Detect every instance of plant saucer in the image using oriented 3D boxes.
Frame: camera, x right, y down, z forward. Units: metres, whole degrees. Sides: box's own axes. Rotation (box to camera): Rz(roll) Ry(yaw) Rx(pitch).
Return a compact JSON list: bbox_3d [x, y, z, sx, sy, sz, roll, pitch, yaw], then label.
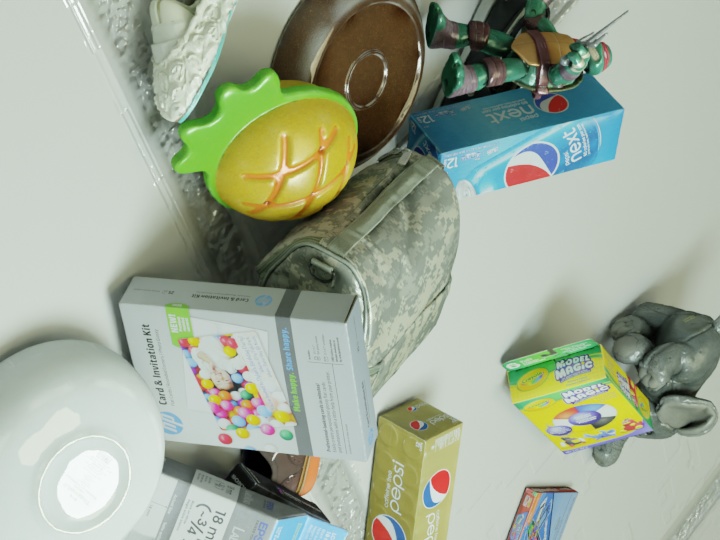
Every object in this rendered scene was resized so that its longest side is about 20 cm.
[{"bbox_3d":[-0.003,-0.174,1.617,0.200,0.032,0.201,-29,132,-38],"label":"plant saucer"}]

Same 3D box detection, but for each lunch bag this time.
[{"bbox_3d":[0.000,0.000,1.584,0.200,0.139,0.168,-44,161,-47],"label":"lunch bag"}]

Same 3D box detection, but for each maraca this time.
[{"bbox_3d":[-0.076,-0.105,1.493,0.137,0.107,0.200,-46,150,12],"label":"maraca"}]

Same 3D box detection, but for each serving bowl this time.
[{"bbox_3d":[-0.237,0.160,1.454,0.200,0.066,0.201,-15,115,-35],"label":"serving bowl"}]

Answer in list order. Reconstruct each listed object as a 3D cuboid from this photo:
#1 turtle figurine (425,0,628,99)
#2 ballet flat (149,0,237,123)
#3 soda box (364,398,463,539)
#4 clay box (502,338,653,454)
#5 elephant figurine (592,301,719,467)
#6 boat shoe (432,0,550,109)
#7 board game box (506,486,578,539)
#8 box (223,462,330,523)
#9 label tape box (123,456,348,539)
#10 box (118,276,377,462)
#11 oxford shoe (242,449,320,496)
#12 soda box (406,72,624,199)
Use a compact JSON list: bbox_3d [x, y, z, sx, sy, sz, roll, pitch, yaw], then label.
[{"bbox_3d":[0.166,-0.207,1.662,0.199,0.150,0.101,-6,126,-16],"label":"turtle figurine"},{"bbox_3d":[-0.128,-0.217,1.417,0.072,0.072,0.201,30,84,-54],"label":"ballet flat"},{"bbox_3d":[0.053,0.241,1.904,0.064,0.068,0.201,-20,126,-44],"label":"soda box"},{"bbox_3d":[0.247,0.144,2.055,0.200,0.115,0.048,42,36,-54],"label":"clay box"},{"bbox_3d":[0.372,0.146,2.200,0.141,0.155,0.201,-41,134,-38],"label":"elephant figurine"},{"bbox_3d":[0.123,-0.176,1.749,0.075,0.060,0.201,6,106,-53],"label":"boat shoe"},{"bbox_3d":[0.201,0.360,2.205,0.103,0.019,0.201,8,104,-55],"label":"board game box"},{"bbox_3d":[-0.133,0.280,1.679,0.200,0.036,0.143,-50,144,3],"label":"box"},{"bbox_3d":[-0.127,0.263,1.584,0.063,0.199,0.145,-105,-143,-84],"label":"label tape box"},{"bbox_3d":[-0.093,0.083,1.517,0.041,0.199,0.156,-65,155,-48],"label":"box"},{"bbox_3d":[-0.074,0.136,1.681,0.072,0.071,0.201,-18,125,-40],"label":"oxford shoe"},{"bbox_3d":[0.146,-0.126,1.711,0.199,0.068,0.064,-15,134,-21],"label":"soda box"}]
